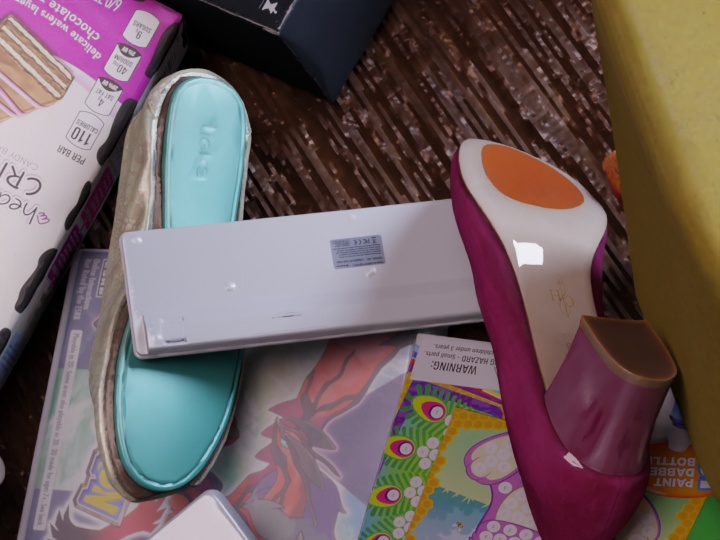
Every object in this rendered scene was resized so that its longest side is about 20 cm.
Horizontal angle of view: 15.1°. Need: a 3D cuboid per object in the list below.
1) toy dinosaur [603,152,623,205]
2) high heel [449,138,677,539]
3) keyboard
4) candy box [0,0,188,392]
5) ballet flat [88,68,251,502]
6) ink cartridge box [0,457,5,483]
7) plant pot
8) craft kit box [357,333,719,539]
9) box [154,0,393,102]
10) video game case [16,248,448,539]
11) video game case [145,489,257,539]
[{"bbox_3d":[0.196,-0.062,1.096,0.182,0.105,0.200,-48,68,14],"label":"toy dinosaur"},{"bbox_3d":[0.065,0.027,1.086,0.200,0.067,0.096,-110,35,-56],"label":"high heel"},{"bbox_3d":[0.000,0.000,1.148,0.199,0.011,0.057,-6,65,-10],"label":"keyboard"},{"bbox_3d":[-0.183,-0.054,1.230,0.136,0.061,0.201,27,82,4],"label":"candy box"},{"bbox_3d":[-0.083,0.011,1.176,0.062,0.067,0.201,-27,49,56],"label":"ballet flat"},{"bbox_3d":[-0.263,0.072,1.152,0.199,0.126,0.129,13,36,15],"label":"ink cartridge box"},{"bbox_3d":[0.202,0.006,0.966,0.195,0.195,0.201,-12,47,3],"label":"plant pot"},{"bbox_3d":[0.093,0.128,1.060,0.199,0.049,0.198,6,61,19],"label":"craft kit box"},{"bbox_3d":[-0.029,-0.199,1.251,0.141,0.079,0.201,25,79,30],"label":"box"},{"bbox_3d":[-0.059,0.088,1.175,0.181,0.023,0.201,1,69,21],"label":"video game case"},{"bbox_3d":[-0.071,0.222,1.100,0.182,0.022,0.200,-39,73,3],"label":"video game case"}]
